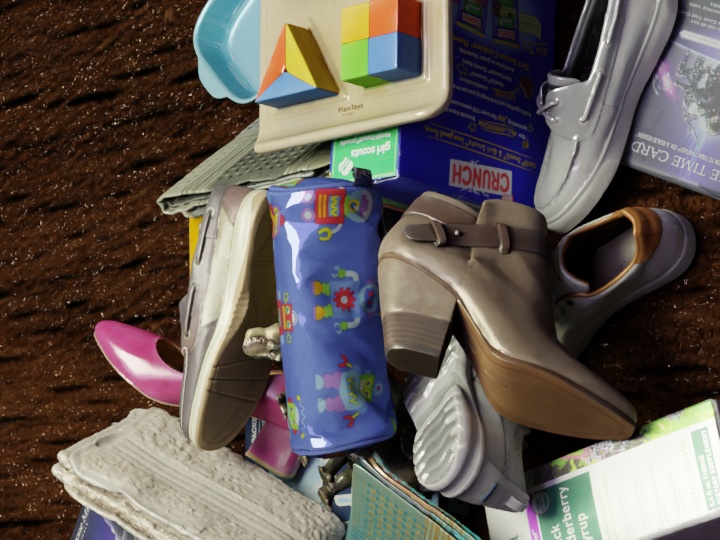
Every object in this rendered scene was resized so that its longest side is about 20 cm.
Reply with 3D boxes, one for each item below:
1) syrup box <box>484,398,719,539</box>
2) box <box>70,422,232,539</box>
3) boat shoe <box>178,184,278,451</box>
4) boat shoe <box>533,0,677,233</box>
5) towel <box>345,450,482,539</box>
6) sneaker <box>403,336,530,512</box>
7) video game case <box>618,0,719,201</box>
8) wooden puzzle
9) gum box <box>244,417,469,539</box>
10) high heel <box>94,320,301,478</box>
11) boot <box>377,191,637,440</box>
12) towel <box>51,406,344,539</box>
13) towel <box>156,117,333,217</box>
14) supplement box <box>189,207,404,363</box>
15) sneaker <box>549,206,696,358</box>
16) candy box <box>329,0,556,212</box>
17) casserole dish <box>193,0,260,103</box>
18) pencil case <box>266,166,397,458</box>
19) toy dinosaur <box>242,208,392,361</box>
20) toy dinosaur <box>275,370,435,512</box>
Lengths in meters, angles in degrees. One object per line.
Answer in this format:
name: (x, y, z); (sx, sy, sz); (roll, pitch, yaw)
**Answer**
syrup box: (0.187, 0.163, 1.503); (0.199, 0.081, 0.079); (-25, 62, 33)
box: (-0.145, 0.236, 1.708); (0.200, 0.104, 0.149); (55, 130, 53)
boat shoe: (-0.103, 0.033, 1.643); (0.065, 0.072, 0.201); (19, 101, 35)
boat shoe: (0.164, -0.128, 1.597); (0.201, 0.068, 0.072); (-65, 25, 11)
towel: (0.070, 0.226, 1.533); (0.200, 0.022, 0.147); (36, 145, 22)
sneaker: (0.081, 0.101, 1.546); (0.075, 0.082, 0.200); (-47, 21, 30)
video game case: (0.271, -0.151, 1.559); (0.143, 0.019, 0.201); (25, 96, 43)
wooden puzzle: (-0.013, -0.193, 1.573); (0.185, 0.046, 0.201); (-9, 72, 42)
gum box: (-0.006, 0.184, 1.690); (0.199, 0.044, 0.171); (-12, 71, 38)
high heel: (-0.109, 0.071, 1.695); (0.200, 0.067, 0.096); (34, 109, 14)
boot: (0.106, 0.022, 1.499); (0.070, 0.199, 0.147); (115, 175, -53)
towel: (-0.120, 0.170, 1.638); (0.199, 0.132, 0.035); (28, 117, 20)
towel: (-0.040, -0.097, 1.724); (0.192, 0.200, 0.035); (-9, 112, 38)
supplement box: (-0.029, -0.001, 1.718); (0.199, 0.109, 0.109); (-12, 71, 38)
sneaker: (0.142, 0.014, 1.583); (0.200, 0.084, 0.073); (-41, 57, 27)
candy box: (0.065, -0.140, 1.634); (0.077, 0.169, 0.201); (-11, 71, 44)
casserole dish: (-0.064, -0.228, 1.860); (0.200, 0.039, 0.121); (-52, 51, 17)
pencil case: (-0.017, 0.030, 1.537); (0.078, 0.086, 0.201); (179, 86, -67)
toy dinosaur: (0.000, 0.000, 1.592); (0.199, 0.047, 0.089); (-22, 81, 21)
toy dinosaur: (0.002, 0.113, 1.623); (0.102, 0.077, 0.200); (-24, 52, -13)
